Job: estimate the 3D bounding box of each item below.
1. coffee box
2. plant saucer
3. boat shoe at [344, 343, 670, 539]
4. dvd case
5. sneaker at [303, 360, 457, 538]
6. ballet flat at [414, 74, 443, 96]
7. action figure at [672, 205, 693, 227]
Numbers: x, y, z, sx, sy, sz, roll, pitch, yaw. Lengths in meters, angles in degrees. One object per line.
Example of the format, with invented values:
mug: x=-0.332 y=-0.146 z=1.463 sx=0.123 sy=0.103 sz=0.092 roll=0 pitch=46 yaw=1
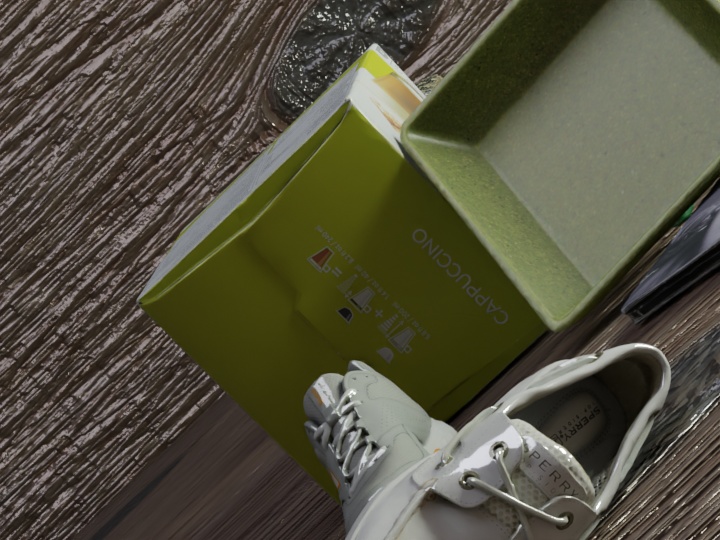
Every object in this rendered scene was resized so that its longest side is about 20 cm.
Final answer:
coffee box: x=0.000 y=0.000 z=1.466 sx=0.200 sy=0.200 sz=0.198 roll=-43 pitch=8 yaw=14
plant saucer: x=0.144 y=-0.088 z=1.288 sx=0.200 sy=0.200 sz=0.048 roll=-48 pitch=-40 yaw=14
boat shoe: x=0.059 y=0.086 z=0.851 sx=0.200 sy=0.071 sz=0.069 roll=-45 pitch=1 yaw=-43
dvd case: x=0.228 y=-0.059 z=1.126 sx=0.200 sy=0.016 sz=0.149 roll=-41 pitch=4 yaw=44
sneaker: x=0.001 y=0.102 z=1.190 sx=0.076 sy=0.092 sz=0.200 roll=-44 pitch=3 yaw=6
ballet flat: x=0.105 y=-0.117 z=1.543 sx=0.200 sy=0.068 sz=0.075 roll=12 pitch=56 yaw=49
action figure: x=0.194 y=-0.119 z=1.325 sx=0.118 sy=0.055 sz=0.200 roll=-8 pitch=63 yaw=34
